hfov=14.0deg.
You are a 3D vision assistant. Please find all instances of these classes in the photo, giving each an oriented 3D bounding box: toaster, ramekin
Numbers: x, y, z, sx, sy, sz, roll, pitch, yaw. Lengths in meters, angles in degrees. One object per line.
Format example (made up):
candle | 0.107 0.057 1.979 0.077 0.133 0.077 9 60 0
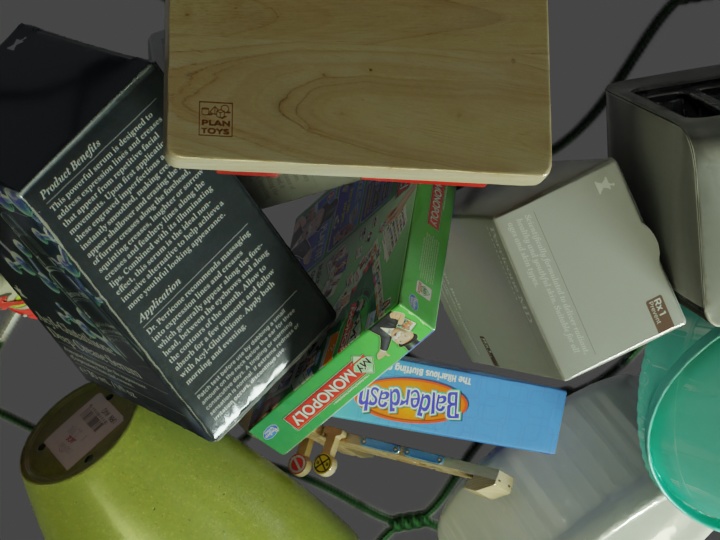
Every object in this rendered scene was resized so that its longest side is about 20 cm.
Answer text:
toaster | 0.245 -0.050 1.678 0.181 0.200 0.119 -8 105 -13
ramekin | 0.147 0.158 1.938 0.200 0.098 0.200 -32 160 -13

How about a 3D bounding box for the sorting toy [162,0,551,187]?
sorting toy | -0.006 -0.139 1.551 0.200 0.199 0.070 2 164 -10

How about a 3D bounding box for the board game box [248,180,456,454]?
board game box | 0.000 0.000 1.697 0.029 0.200 0.135 37 125 -19

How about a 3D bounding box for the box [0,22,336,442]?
box | -0.134 -0.022 1.631 0.107 0.148 0.200 -46 123 -16

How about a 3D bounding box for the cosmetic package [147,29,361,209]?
cosmetic package | -0.011 -0.107 1.668 0.200 0.074 0.102 -16 139 6

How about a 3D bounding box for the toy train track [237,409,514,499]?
toy train track | 0.005 0.125 1.891 0.200 0.033 0.115 11 168 32

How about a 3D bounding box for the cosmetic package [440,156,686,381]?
cosmetic package | 0.104 -0.003 1.697 0.090 0.107 0.200 -25 -175 -9

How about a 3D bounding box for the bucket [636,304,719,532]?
bucket | 0.272 0.076 1.798 0.135 0.207 0.207 14 157 39

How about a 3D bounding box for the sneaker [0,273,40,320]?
sneaker | -0.213 0.006 1.766 0.200 0.077 0.085 -10 147 3

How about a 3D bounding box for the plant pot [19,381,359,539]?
plant pot | -0.127 0.168 1.915 0.187 0.187 0.200 -26 122 20

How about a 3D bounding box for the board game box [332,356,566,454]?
board game box | 0.006 0.072 1.838 0.200 0.045 0.152 11 179 -21
